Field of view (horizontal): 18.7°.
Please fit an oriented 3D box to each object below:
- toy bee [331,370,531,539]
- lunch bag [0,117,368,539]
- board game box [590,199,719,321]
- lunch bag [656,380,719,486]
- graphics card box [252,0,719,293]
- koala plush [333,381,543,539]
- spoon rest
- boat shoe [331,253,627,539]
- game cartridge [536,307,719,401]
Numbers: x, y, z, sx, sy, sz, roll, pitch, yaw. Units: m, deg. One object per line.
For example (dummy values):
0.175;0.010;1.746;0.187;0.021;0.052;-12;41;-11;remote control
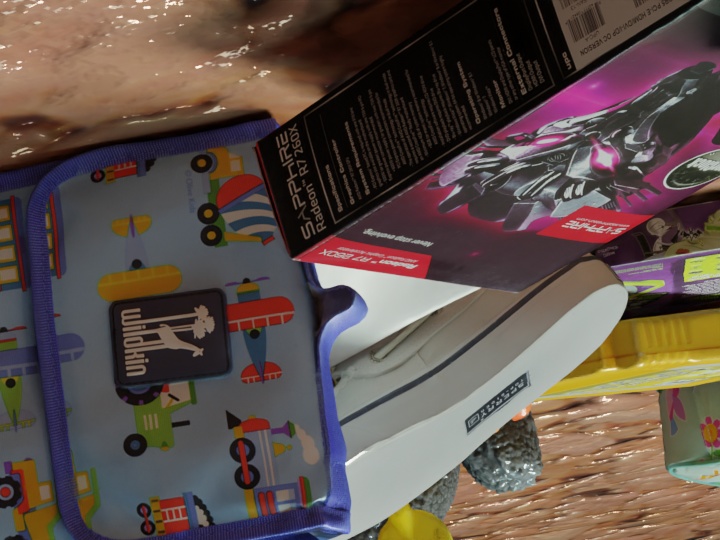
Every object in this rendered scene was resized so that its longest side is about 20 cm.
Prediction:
0.016;0.067;1.012;0.109;0.131;0.200;-27;-166;35;toy bee
-0.090;0.038;0.806;0.200;0.151;0.094;-14;164;16;lunch bag
0.115;0.003;1.041;0.200;0.032;0.120;-10;161;4;board game box
0.283;0.075;1.313;0.200;0.077;0.160;-20;163;34;lunch bag
0.079;-0.058;0.705;0.200;0.051;0.125;-32;154;33;graphics card box
0.004;0.165;1.233;0.177;0.200;0.184;-16;163;25;koala plush
0.000;0.000;0.890;0.099;0.061;0.200;13;155;-39;spoon rest
0.021;0.045;0.937;0.200;0.066;0.072;-37;152;-13;boat shoe
0.153;0.045;1.144;0.200;0.032;0.176;-6;173;-35;game cartridge
